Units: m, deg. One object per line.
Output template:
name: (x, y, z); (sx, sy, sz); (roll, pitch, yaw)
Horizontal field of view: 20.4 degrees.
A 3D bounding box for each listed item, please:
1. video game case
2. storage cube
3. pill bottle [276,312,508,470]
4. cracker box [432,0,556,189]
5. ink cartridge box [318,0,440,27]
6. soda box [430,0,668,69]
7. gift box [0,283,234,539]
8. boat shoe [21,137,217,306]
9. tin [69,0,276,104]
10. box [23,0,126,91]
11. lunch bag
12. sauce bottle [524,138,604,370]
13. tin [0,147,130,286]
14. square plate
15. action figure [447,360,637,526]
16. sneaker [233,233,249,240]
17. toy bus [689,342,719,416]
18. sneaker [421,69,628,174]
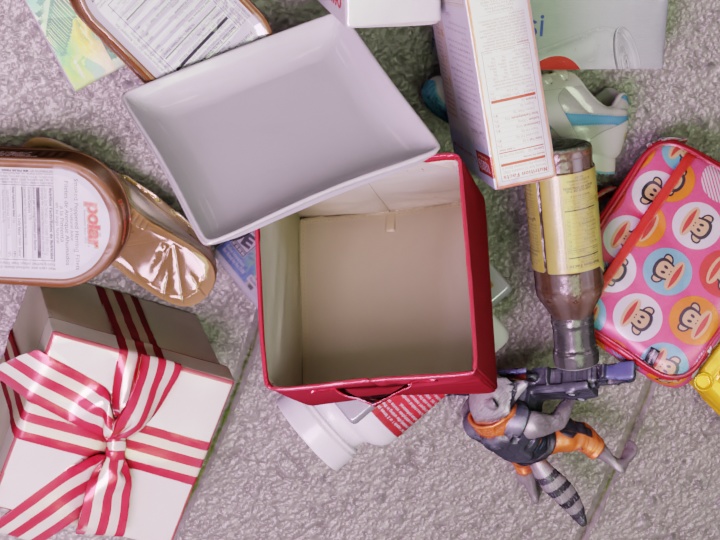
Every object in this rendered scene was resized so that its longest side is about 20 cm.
video game case: (0.000, 0.000, 1.743); (0.182, 0.022, 0.200); (-41, 76, 2)
storage cube: (0.016, 0.015, 1.636); (0.170, 0.180, 0.201); (-5, 81, 9)
pill bottle: (0.026, 0.083, 1.794); (0.200, 0.112, 0.112); (-41, 115, 1)
cracker box: (0.103, -0.177, 1.635); (0.058, 0.134, 0.201); (-12, 106, -9)
ink cartridge box: (0.008, -0.309, 1.627); (0.083, 0.144, 0.201); (-7, 111, -12)
soda box: (0.165, -0.214, 1.751); (0.199, 0.063, 0.068); (-2, 110, -15)
gift box: (-0.234, 0.122, 1.696); (0.199, 0.187, 0.185); (11, 106, -20)
boat shoe: (-0.207, -0.044, 1.708); (0.200, 0.069, 0.074); (39, 104, -3)
tin: (-0.154, -0.207, 1.634); (0.112, 0.042, 0.200); (-45, 113, 1)
box: (-0.184, -0.257, 1.652); (0.200, 0.036, 0.145); (-28, 114, -3)
lunch bag: (0.272, -0.013, 1.816); (0.176, 0.082, 0.200); (33, 86, 14)
sauce bottle: (0.179, -0.013, 1.743); (0.065, 0.065, 0.201); (-9, 107, -12)
tin: (-0.292, -0.043, 1.656); (0.199, 0.042, 0.112); (2, 108, 5)
square plate: (-0.065, -0.110, 1.577); (0.200, 0.198, 0.028); (-22, 137, -12)
action figure: (0.174, 0.147, 1.826); (0.193, 0.200, 0.105); (38, 53, -38)
sneaker: (-0.075, -0.125, 1.712); (0.200, 0.075, 0.116); (-40, 113, 2)
toy bus: (0.380, 0.048, 1.885); (0.192, 0.136, 0.200); (37, 95, -8)
sneaker: (0.146, -0.146, 1.771); (0.200, 0.076, 0.081); (14, 96, -26)
